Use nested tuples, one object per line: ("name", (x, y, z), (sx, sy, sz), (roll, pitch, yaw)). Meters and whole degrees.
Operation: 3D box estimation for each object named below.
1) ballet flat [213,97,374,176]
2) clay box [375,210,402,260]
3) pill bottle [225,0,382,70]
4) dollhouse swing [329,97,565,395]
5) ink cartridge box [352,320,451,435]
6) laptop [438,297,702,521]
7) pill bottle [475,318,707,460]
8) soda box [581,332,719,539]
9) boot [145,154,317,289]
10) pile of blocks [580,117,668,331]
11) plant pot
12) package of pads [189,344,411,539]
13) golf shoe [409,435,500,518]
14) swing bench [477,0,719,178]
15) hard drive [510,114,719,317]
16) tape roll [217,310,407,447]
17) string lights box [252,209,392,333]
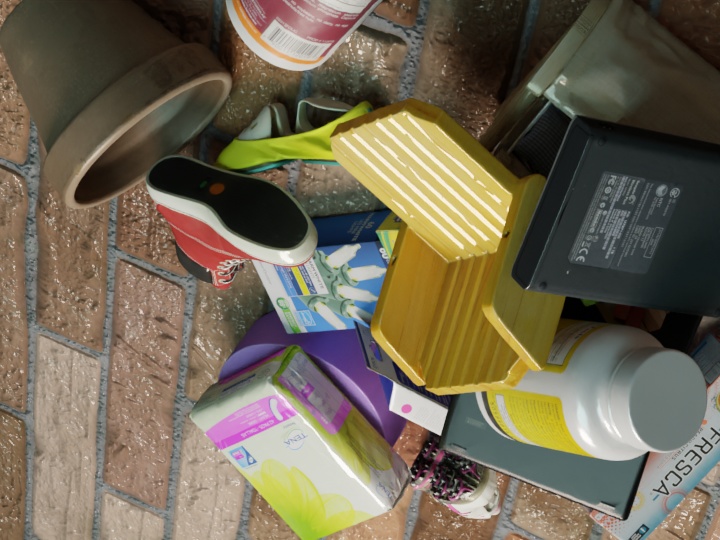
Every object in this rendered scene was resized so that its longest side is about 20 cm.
("ballet flat", (-0.062, -0.129, 1.793), (0.199, 0.067, 0.068), (-3, 104, 36))
("clay box", (0.085, -0.012, 1.760), (0.047, 0.115, 0.201), (-3, 124, 39))
("pill bottle", (-0.022, -0.270, 1.606), (0.114, 0.114, 0.200), (42, 136, -7))
("dollhouse swing", (0.052, -0.016, 1.560), (0.175, 0.183, 0.200), (26, 163, -25))
("ink cartridge box", (0.073, 0.124, 1.855), (0.199, 0.095, 0.037), (31, 109, -23))
("laptop", (0.197, 0.092, 1.724), (0.186, 0.116, 0.201), (20, 107, 16))
("pill bottle", (0.191, 0.098, 1.554), (0.112, 0.111, 0.200), (55, 158, -20))
("soda box", (0.289, 0.157, 1.736), (0.068, 0.064, 0.200), (38, 100, -24))
("boot", (-0.112, -0.023, 1.827), (0.199, 0.072, 0.145), (24, 147, 33))
("pile of blocks", (0.203, -0.023, 1.537), (0.082, 0.062, 0.201), (5, 124, 23))
("plant pot", (-0.249, -0.186, 1.780), (0.175, 0.200, 0.200), (52, 136, 7))
("package of pads", (-0.059, 0.181, 1.953), (0.200, 0.068, 0.154), (48, 136, -14))
("golf shoe", (0.115, 0.216, 1.927), (0.092, 0.073, 0.200), (31, 174, -9))
("swing bench", (0.217, -0.101, 1.595), (0.199, 0.130, 0.200), (38, 136, -2))
("hard drive", (0.229, -0.038, 1.474), (0.199, 0.033, 0.140), (8, 113, -30))
("tape roll", (-0.051, 0.138, 2.006), (0.199, 0.066, 0.201), (17, 134, 18))
("string lights box", (0.000, 0.000, 1.861), (0.199, 0.059, 0.103), (-6, 123, 34))
